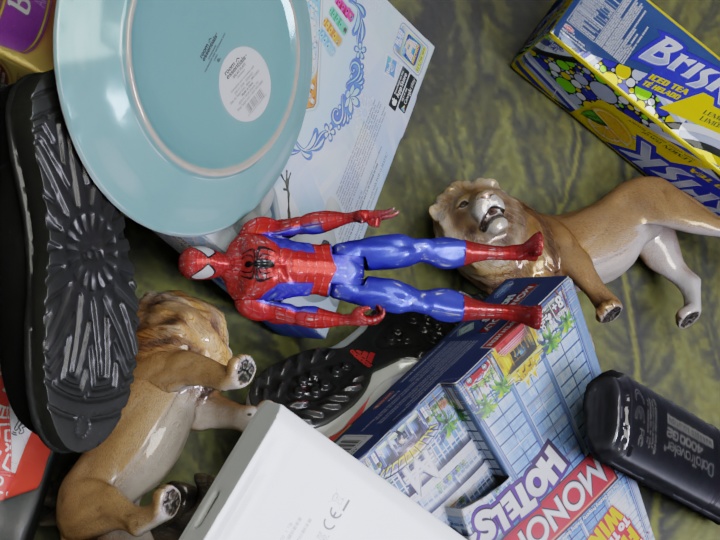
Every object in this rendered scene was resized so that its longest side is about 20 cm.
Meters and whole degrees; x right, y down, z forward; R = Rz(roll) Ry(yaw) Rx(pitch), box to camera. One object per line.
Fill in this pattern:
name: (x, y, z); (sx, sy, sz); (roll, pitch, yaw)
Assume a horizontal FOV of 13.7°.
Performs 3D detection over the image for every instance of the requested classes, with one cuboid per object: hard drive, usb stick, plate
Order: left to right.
plate: (-0.086, -0.118, 1.607); (0.200, 0.026, 0.201); (0, 90, -49)
hard drive: (-0.008, 0.177, 1.583); (0.200, 0.026, 0.132); (38, 76, -28)
usb stick: (0.179, 0.104, 1.724); (0.200, 0.033, 0.056); (29, 60, -58)

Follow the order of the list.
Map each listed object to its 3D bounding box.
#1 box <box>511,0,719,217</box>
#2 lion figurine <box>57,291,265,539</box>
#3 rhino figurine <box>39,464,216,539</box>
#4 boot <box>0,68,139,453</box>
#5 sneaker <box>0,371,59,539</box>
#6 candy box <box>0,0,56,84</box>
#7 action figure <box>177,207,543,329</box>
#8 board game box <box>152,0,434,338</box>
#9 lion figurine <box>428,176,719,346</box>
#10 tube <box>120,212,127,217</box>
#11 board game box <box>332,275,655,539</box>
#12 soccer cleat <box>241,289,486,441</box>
box: (0.195, -0.095, 1.825); (0.200, 0.070, 0.064); (39, 68, -6)
lion figurine: (-0.119, 0.096, 1.613); (0.200, 0.122, 0.073); (-57, 134, -26)
rhino figurine: (-0.099, 0.159, 1.663); (0.200, 0.060, 0.088); (17, 70, -8)
boot: (-0.203, -0.003, 1.604); (0.079, 0.158, 0.211); (5, 80, -54)
sneaker: (-0.211, 0.066, 1.644); (0.108, 0.067, 0.202); (16, 61, 0)
candy box: (-0.200, -0.163, 1.688); (0.200, 0.056, 0.117); (26, 62, 2)
action figure: (0.000, 0.000, 1.636); (0.200, 0.052, 0.066); (2, 85, -4)
board game box: (-0.055, -0.095, 1.698); (0.199, 0.043, 0.200); (42, 60, -45)
lion figurine: (0.143, -0.017, 1.793); (0.200, 0.073, 0.123); (-13, 53, -36)
tube: (-0.188, -0.069, 1.700); (0.200, 0.052, 0.058); (14, 33, -9)
board game box: (0.085, 0.141, 1.691); (0.200, 0.062, 0.200); (-42, 112, -29)
soccer cleat: (0.009, 0.070, 1.730); (0.200, 0.073, 0.068); (-25, 53, -38)
